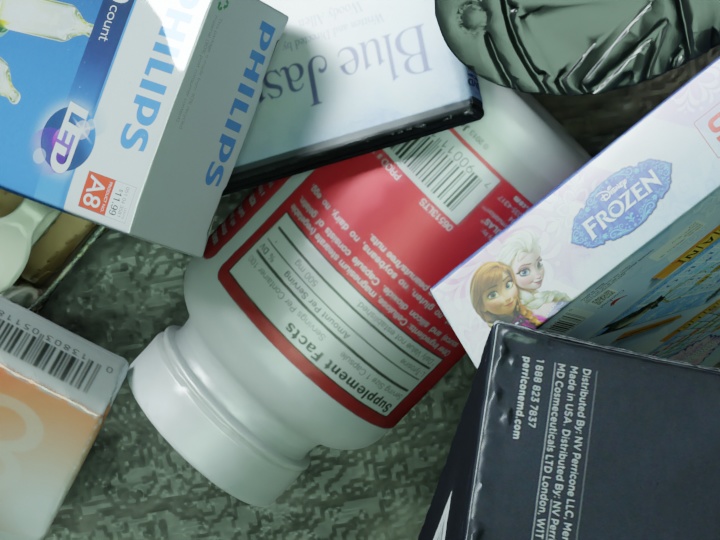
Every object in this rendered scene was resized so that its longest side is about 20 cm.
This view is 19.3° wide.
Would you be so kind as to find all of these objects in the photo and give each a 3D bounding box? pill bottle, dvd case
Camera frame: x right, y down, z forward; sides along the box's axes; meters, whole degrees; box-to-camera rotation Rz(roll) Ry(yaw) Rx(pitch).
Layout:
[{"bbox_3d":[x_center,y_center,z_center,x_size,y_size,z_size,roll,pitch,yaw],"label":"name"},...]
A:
[{"bbox_3d":[0.000,0.000,0.884,0.112,0.112,0.200,43,99,-7],"label":"pill bottle"},{"bbox_3d":[-0.037,-0.136,0.850,0.142,0.018,0.201,-15,76,18],"label":"dvd case"}]

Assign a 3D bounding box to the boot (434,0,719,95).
[{"bbox_3d":[0.125,-0.127,0.830,0.198,0.162,0.074,-17,101,5],"label":"boot"}]

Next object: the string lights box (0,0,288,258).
[{"bbox_3d":[-0.137,-0.085,0.844,0.199,0.059,0.103,20,90,28],"label":"string lights box"}]

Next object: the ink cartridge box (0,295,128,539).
[{"bbox_3d":[-0.210,0.084,0.907,0.162,0.050,0.200,27,118,-4],"label":"ink cartridge box"}]

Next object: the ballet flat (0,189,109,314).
[{"bbox_3d":[-0.121,-0.043,0.901,0.072,0.072,0.200,40,99,-6],"label":"ballet flat"}]

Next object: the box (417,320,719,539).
[{"bbox_3d":[0.122,0.132,0.775,0.198,0.200,0.124,10,60,-1],"label":"box"}]

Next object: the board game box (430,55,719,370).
[{"bbox_3d":[0.151,-0.027,0.820,0.200,0.199,0.041,-39,68,18],"label":"board game box"}]
